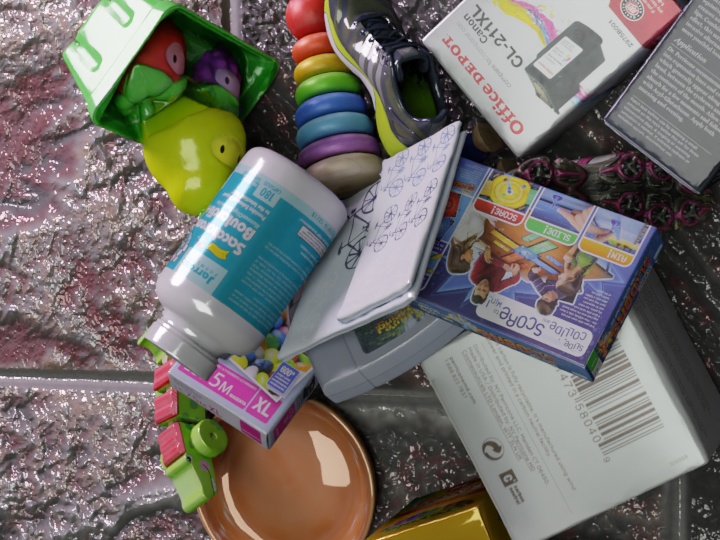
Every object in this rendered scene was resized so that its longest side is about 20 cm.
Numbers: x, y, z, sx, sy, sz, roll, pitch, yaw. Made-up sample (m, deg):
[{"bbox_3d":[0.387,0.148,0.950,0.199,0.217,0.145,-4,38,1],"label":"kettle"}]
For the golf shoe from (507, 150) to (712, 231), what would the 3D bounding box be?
[{"bbox_3d":[0.218,-0.071,1.538,0.199,0.092,0.073,3,87,-10],"label":"golf shoe"}]

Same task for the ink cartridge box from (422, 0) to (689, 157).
[{"bbox_3d":[0.179,-0.219,1.533,0.200,0.083,0.146,-42,83,20],"label":"ink cartridge box"}]

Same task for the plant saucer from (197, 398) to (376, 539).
[{"bbox_3d":[-0.074,0.216,1.716,0.199,0.037,0.201,3,99,20],"label":"plant saucer"}]

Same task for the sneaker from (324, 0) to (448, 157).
[{"bbox_3d":[0.032,-0.196,1.554,0.074,0.081,0.201,-24,78,-22],"label":"sneaker"}]

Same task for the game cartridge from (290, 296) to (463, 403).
[{"bbox_3d":[0.036,0.026,1.516,0.200,0.041,0.133,-36,45,8],"label":"game cartridge"}]

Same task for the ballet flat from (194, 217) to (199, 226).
[{"bbox_3d":[-0.139,-0.024,1.643,0.068,0.201,0.068,41,139,-25],"label":"ballet flat"}]

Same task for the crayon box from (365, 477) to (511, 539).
[{"bbox_3d":[0.083,0.241,1.574,0.127,0.200,0.051,-21,91,21],"label":"crayon box"}]

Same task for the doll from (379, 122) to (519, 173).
[{"bbox_3d":[0.055,-0.065,1.620,0.200,0.048,0.137,-34,89,26],"label":"doll"}]

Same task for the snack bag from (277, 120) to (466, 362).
[{"bbox_3d":[0.007,-0.024,1.491,0.021,0.189,0.200,34,144,-24],"label":"snack bag"}]

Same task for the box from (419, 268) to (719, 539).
[{"bbox_3d":[0.197,0.108,1.528,0.199,0.171,0.200,-29,88,22],"label":"box"}]

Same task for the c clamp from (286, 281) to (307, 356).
[{"bbox_3d":[0.000,0.000,1.591,0.199,0.027,0.172,-3,75,15],"label":"c clamp"}]

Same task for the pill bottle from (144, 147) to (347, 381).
[{"bbox_3d":[-0.108,-0.002,1.514,0.111,0.111,0.200,33,82,13],"label":"pill bottle"}]

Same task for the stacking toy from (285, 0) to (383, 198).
[{"bbox_3d":[-0.034,-0.173,1.610,0.085,0.085,0.201,-18,75,21],"label":"stacking toy"}]

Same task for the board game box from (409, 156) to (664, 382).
[{"bbox_3d":[0.136,-0.005,1.425,0.199,0.034,0.136,23,76,29],"label":"board game box"}]

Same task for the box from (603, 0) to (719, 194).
[{"bbox_3d":[0.319,-0.181,1.453,0.107,0.148,0.200,39,108,10],"label":"box"}]

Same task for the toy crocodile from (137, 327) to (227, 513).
[{"bbox_3d":[-0.181,0.145,1.702,0.067,0.062,0.201,-33,56,38],"label":"toy crocodile"}]

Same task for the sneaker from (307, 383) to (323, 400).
[{"bbox_3d":[-0.107,0.073,1.677,0.199,0.079,0.076,18,121,18],"label":"sneaker"}]

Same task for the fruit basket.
[{"bbox_3d":[-0.160,-0.154,1.592,0.215,0.216,0.156,40,100,10],"label":"fruit basket"}]

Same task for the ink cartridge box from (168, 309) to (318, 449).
[{"bbox_3d":[-0.079,0.060,1.628,0.119,0.042,0.200,30,63,17],"label":"ink cartridge box"}]
